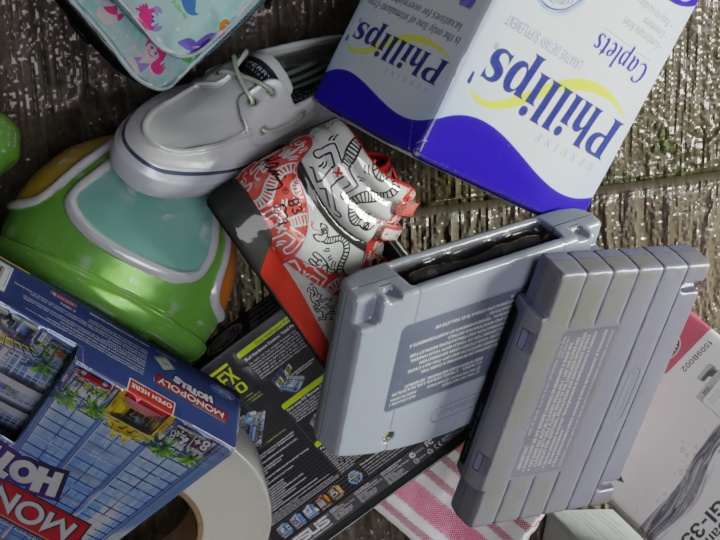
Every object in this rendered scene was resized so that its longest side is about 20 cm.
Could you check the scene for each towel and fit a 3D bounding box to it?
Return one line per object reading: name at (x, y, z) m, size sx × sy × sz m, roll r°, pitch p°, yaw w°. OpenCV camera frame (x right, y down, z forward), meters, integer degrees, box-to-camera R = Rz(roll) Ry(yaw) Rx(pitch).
towel at (0.091, 0.113, 0.994) m, size 0.146 × 0.030 × 0.200 m, roll 36°, pitch 93°, yaw 13°

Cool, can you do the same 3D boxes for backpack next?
backpack at (-0.103, -0.227, 0.803) m, size 0.200 × 0.151 × 0.178 m, roll -43°, pitch 114°, yaw -8°

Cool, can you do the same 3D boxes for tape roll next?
tape roll at (-0.158, 0.160, 0.900) m, size 0.202 × 0.037 × 0.203 m, roll -7°, pitch 128°, yaw -9°

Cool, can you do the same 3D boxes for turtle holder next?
turtle holder at (-0.164, -0.021, 0.862) m, size 0.185 × 0.141 × 0.132 m, roll 24°, pitch 81°, yaw 15°

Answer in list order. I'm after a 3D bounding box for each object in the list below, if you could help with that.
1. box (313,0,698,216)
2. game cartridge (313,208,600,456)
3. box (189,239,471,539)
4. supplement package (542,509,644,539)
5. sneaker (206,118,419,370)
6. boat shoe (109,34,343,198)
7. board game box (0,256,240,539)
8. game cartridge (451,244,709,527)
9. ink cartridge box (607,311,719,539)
box at (0.100, -0.150, 0.861) m, size 0.184 × 0.105 × 0.200 m, roll 19°, pitch 102°, yaw -48°
game cartridge at (0.060, 0.041, 0.855) m, size 0.200 × 0.042 × 0.133 m, roll -17°, pitch 137°, yaw -35°
box at (-0.017, 0.084, 0.951) m, size 0.200 × 0.044 × 0.160 m, roll -37°, pitch 107°, yaw 8°
supplement package at (0.250, 0.261, 1.094) m, size 0.199 × 0.110 × 0.114 m, roll 2°, pitch 106°, yaw -20°
sneaker at (0.000, 0.000, 0.853) m, size 0.108 × 0.067 × 0.202 m, roll -36°, pitch 124°, yaw -3°
boat shoe at (-0.071, -0.107, 0.845) m, size 0.200 × 0.074 × 0.067 m, roll -33°, pitch 161°, yaw -48°
board game box at (-0.206, 0.107, 0.791) m, size 0.200 × 0.062 × 0.200 m, roll 31°, pitch 112°, yaw -17°
game cartridge at (0.137, 0.075, 0.891) m, size 0.129 × 0.038 × 0.201 m, roll -1°, pitch 123°, yaw -28°
ink cartridge box at (0.253, 0.138, 1.004) m, size 0.147 × 0.200 × 0.083 m, roll -45°, pitch 151°, yaw -2°
